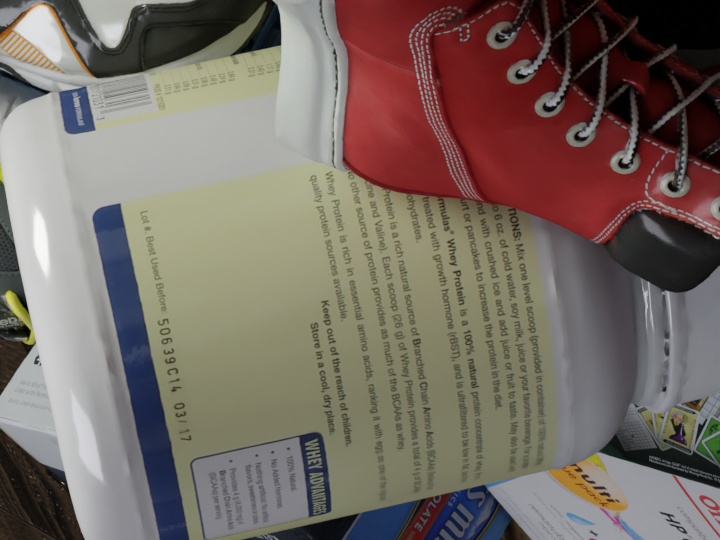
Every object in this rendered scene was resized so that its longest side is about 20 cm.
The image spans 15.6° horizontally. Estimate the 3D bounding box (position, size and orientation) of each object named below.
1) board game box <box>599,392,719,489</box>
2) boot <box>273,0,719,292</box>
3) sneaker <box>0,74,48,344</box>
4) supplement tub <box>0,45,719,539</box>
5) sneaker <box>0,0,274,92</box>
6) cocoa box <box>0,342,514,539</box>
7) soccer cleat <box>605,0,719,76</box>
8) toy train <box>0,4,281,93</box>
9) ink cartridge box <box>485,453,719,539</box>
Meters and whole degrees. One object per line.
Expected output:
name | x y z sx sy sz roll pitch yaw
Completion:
board game box | 0.089 0.014 0.918 0.200 0.023 0.105 15 117 43
boot | 0.051 -0.061 0.644 0.144 0.073 0.200 23 161 10
sneaker | -0.094 -0.006 0.916 0.199 0.085 0.075 18 158 11
supplement tub | 0.000 0.000 0.806 0.199 0.146 0.145 -12 157 -5
sneaker | -0.116 -0.103 0.847 0.199 0.074 0.080 1 149 26
cocoa box | -0.034 0.059 1.129 0.200 0.134 0.131 7 148 52
soccer cleat | 0.153 -0.059 0.692 0.199 0.068 0.073 17 173 36
toy train | -0.076 -0.070 0.977 0.114 0.087 0.200 30 160 -8
ink cartridge box | 0.129 0.071 1.002 0.200 0.068 0.115 9 149 48
